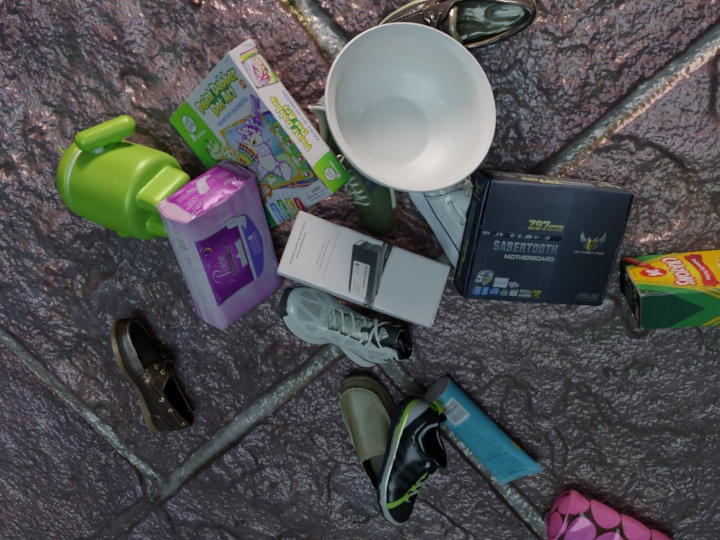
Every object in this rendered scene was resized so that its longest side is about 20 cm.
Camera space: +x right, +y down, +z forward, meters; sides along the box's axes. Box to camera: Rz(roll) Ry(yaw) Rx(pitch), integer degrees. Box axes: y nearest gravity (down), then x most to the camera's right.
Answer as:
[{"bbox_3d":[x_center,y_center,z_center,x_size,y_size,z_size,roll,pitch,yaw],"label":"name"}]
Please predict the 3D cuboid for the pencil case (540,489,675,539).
[{"bbox_3d":[0.375,0.406,1.087,0.199,0.091,0.094,25,78,1],"label":"pencil case"}]

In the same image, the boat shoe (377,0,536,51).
[{"bbox_3d":[0.109,-0.294,0.869,0.198,0.065,0.074,-12,109,14],"label":"boat shoe"}]

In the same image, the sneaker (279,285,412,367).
[{"bbox_3d":[-0.005,0.069,0.972,0.200,0.076,0.115,31,152,-36],"label":"sneaker"}]

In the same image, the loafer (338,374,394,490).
[{"bbox_3d":[0.023,0.247,1.090,0.076,0.068,0.201,-20,109,13],"label":"loafer"}]

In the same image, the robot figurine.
[{"bbox_3d":[-0.313,-0.111,0.964,0.199,0.116,0.176,18,144,23],"label":"robot figurine"}]

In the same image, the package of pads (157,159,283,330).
[{"bbox_3d":[-0.178,-0.028,0.952,0.075,0.120,0.201,29,145,33],"label":"package of pads"}]

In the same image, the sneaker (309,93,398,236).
[{"bbox_3d":[-0.015,-0.131,0.929,0.067,0.090,0.202,5,113,45],"label":"sneaker"}]

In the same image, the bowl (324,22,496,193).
[{"bbox_3d":[0.050,-0.177,0.857,0.199,0.090,0.203,2,81,-12],"label":"bowl"}]

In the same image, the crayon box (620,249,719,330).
[{"bbox_3d":[0.436,0.020,0.906,0.198,0.127,0.051,-4,110,9],"label":"crayon box"}]

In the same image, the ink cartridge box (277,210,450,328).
[{"bbox_3d":[0.000,0.000,0.941,0.199,0.145,0.085,20,88,-5],"label":"ink cartridge box"}]

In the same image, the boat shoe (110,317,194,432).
[{"bbox_3d":[-0.309,0.156,1.108,0.070,0.071,0.201,-8,118,19],"label":"boat shoe"}]

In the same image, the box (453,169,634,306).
[{"bbox_3d":[0.229,-0.039,0.926,0.198,0.051,0.159,4,112,-14],"label":"box"}]

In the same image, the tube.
[{"bbox_3d":[0.177,0.242,1.077,0.200,0.050,0.077,47,133,-13],"label":"tube"}]

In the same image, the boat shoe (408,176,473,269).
[{"bbox_3d":[0.123,-0.089,0.942,0.086,0.075,0.203,-27,107,18],"label":"boat shoe"}]

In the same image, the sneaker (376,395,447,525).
[{"bbox_3d":[0.079,0.277,1.034,0.082,0.072,0.202,14,105,33],"label":"sneaker"}]

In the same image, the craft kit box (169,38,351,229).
[{"bbox_3d":[-0.131,-0.155,0.916,0.198,0.048,0.200,55,145,-10],"label":"craft kit box"}]
